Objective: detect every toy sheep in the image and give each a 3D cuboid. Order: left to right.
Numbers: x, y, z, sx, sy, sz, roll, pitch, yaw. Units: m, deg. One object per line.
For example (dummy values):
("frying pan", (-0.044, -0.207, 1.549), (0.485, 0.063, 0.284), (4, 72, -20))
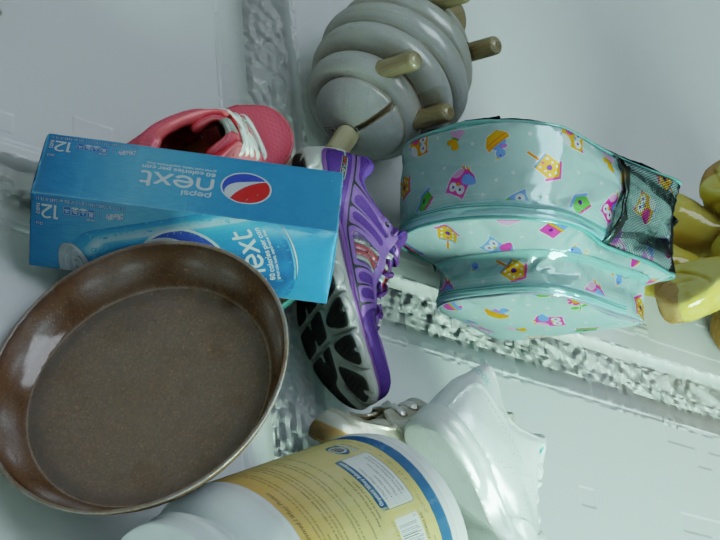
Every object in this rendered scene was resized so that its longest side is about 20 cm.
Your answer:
("toy sheep", (0.025, -0.151, 1.580), (0.138, 0.138, 0.200), (46, 49, -7))

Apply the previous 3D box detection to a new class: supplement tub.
("supplement tub", (-0.044, 0.190, 1.270), (0.200, 0.145, 0.145), (-14, 73, -47))

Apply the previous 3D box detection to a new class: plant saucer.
("plant saucer", (-0.135, 0.071, 1.267), (0.035, 0.200, 0.201), (63, 23, -50))

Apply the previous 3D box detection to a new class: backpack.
("backpack", (0.124, -0.032, 1.539), (0.200, 0.175, 0.154), (32, 62, -42))

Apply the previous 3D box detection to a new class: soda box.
("soda box", (-0.114, -0.034, 1.346), (0.199, 0.064, 0.068), (7, 39, -2))

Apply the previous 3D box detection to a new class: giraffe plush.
("giraffe plush", (0.344, 0.013, 1.757), (0.173, 0.199, 0.162), (-80, 150, -44))

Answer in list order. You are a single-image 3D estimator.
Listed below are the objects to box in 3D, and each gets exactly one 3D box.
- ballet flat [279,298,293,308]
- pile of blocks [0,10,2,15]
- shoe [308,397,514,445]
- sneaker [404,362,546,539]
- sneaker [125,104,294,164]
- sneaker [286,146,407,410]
("ballet flat", (-0.103, 0.019, 1.390), (0.200, 0.070, 0.067), (-30, 85, -48))
("pile of blocks", (-0.286, -0.238, 1.423), (0.062, 0.082, 0.201), (67, 22, -64))
("shoe", (0.042, 0.114, 1.451), (0.200, 0.070, 0.054), (15, 87, -45))
("sneaker", (0.104, 0.155, 1.426), (0.088, 0.075, 0.200), (-45, 128, -31))
("sneaker", (-0.102, -0.082, 1.449), (0.200, 0.087, 0.074), (-26, 82, -49))
("sneaker", (0.000, 0.000, 1.469), (0.083, 0.081, 0.201), (-1, 69, -23))
